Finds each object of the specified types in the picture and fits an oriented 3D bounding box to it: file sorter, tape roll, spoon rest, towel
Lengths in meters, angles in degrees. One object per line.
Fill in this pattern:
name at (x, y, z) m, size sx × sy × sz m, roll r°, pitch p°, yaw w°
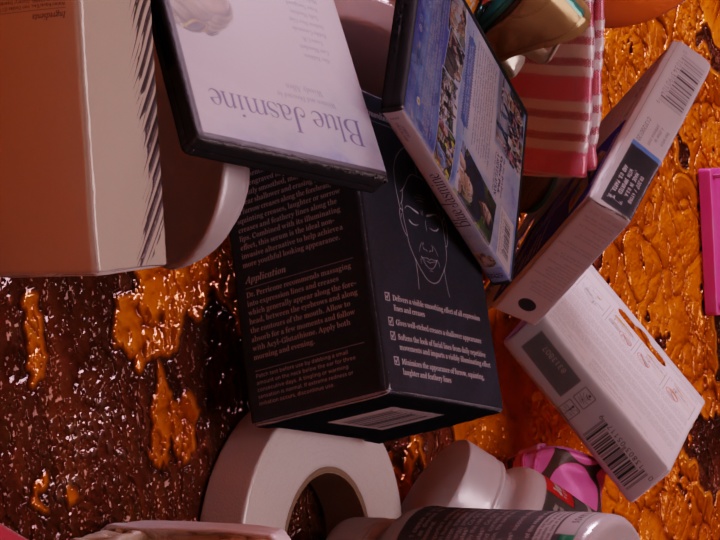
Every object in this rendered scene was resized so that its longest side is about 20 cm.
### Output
file sorter at (0.427, -0.034, 2.104) m, size 0.200 × 0.125 × 0.140 m, roll -6°, pitch 94°, yaw -58°
tape roll at (-0.036, 0.183, 1.434) m, size 0.202 × 0.037 × 0.204 m, roll 4°, pitch 86°, yaw -57°
spoon rest at (-0.103, -0.094, 1.307) m, size 0.060 × 0.099 × 0.201 m, roll 18°, pitch 57°, yaw -27°
towel at (0.119, -0.170, 1.579) m, size 0.030 × 0.146 × 0.201 m, roll -2°, pitch 96°, yaw -40°

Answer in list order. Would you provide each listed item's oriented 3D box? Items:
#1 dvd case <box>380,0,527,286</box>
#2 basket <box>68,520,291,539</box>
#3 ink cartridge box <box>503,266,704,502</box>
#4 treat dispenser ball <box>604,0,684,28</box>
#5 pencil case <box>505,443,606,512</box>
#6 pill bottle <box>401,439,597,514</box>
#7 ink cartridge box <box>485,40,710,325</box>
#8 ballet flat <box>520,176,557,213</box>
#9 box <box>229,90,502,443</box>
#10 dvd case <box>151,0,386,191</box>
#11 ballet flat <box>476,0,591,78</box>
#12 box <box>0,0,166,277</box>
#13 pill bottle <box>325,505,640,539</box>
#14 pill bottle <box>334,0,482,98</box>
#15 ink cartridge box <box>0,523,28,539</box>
dvd case at (0.064, -0.102, 1.399) m, size 0.200 × 0.017 × 0.143 m, roll 54°, pitch 36°, yaw -49°
basket at (-0.121, 0.245, 1.208) m, size 0.123 × 0.135 × 0.201 m, roll 3°, pitch 86°, yaw -54°
ink cartridge box at (0.201, 0.086, 1.755) m, size 0.163 × 0.057 × 0.200 m, roll 51°, pitch 16°, yaw 1°
treat dispenser ball at (0.190, -0.287, 1.664) m, size 0.200 × 0.200 × 0.202 m, roll 4°, pitch 85°, yaw -58°
pencil case at (0.136, 0.232, 1.667) m, size 0.093 × 0.091 × 0.201 m, roll 26°, pitch 63°, yaw -32°
pill bottle at (0.129, 0.213, 1.552) m, size 0.200 × 0.114 × 0.114 m, roll 35°, pitch 53°, yaw -13°
ink cartridge box at (0.172, -0.054, 1.647) m, size 0.043 × 0.200 × 0.199 m, roll 36°, pitch 49°, yaw -5°
ballet flat at (0.133, -0.138, 1.705) m, size 0.072 × 0.068 × 0.201 m, roll 39°, pitch 53°, yaw -26°
box at (0.000, 0.000, 1.400) m, size 0.148 × 0.107 × 0.201 m, roll 15°, pitch 64°, yaw -56°
dvd case at (-0.065, -0.143, 1.289) m, size 0.142 × 0.018 × 0.201 m, roll 10°, pitch 52°, yaw -40°
ballet flat at (0.099, -0.159, 1.528) m, size 0.063 × 0.200 × 0.069 m, roll 34°, pitch 72°, yaw -13°
box at (-0.163, -0.098, 1.204) m, size 0.068 × 0.082 × 0.201 m, roll -9°, pitch 97°, yaw -58°
pill bottle at (0.076, 0.209, 1.389) m, size 0.113 × 0.199 × 0.114 m, roll 3°, pitch 86°, yaw -58°
pill bottle at (0.033, -0.208, 1.489) m, size 0.117 × 0.116 × 0.201 m, roll 57°, pitch 43°, yaw -39°
ink cartridge box at (-0.235, 0.216, 1.067) m, size 0.145 × 0.083 × 0.201 m, roll 43°, pitch 53°, yaw -49°
